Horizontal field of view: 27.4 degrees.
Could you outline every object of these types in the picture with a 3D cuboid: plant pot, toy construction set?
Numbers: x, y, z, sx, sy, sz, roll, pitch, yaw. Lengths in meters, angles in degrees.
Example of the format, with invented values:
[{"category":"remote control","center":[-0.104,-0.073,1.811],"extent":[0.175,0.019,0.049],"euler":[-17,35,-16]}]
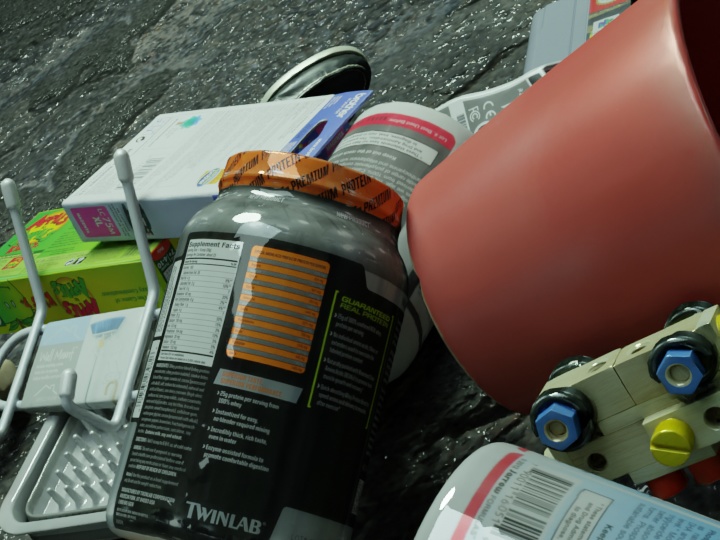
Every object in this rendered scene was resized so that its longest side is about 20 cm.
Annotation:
[{"category":"plant pot","center":[0.134,-0.022,0.749],"extent":[0.177,0.200,0.200],"euler":[-29,30,28]},{"category":"toy construction set","center":[0.147,0.089,0.645],"extent":[0.200,0.131,0.092],"euler":[-31,7,15]}]

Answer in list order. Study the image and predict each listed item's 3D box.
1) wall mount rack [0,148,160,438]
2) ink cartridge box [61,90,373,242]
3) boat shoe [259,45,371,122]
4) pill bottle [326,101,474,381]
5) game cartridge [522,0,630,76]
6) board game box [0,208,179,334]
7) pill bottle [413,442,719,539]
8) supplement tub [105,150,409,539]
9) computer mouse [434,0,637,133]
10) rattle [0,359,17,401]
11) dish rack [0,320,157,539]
[{"category":"wall mount rack","center":[-0.193,0.022,0.963],"extent":[0.200,0.075,0.174],"euler":[-9,59,37]},{"category":"ink cartridge box","center":[-0.091,-0.068,0.984],"extent":[0.200,0.042,0.119],"euler":[-4,34,39]},{"category":"boat shoe","center":[-0.059,-0.082,1.096],"extent":[0.199,0.075,0.066],"euler":[-40,45,-2]},{"category":"pill bottle","center":[0.000,0.000,0.895],"extent":[0.111,0.111,0.200],"euler":[-2,43,40]},{"category":"game cartridge","center":[0.205,-0.163,1.008],"extent":[0.200,0.041,0.133],"euler":[-17,39,25]},{"category":"board game box","center":[-0.186,-0.008,1.062],"extent":[0.200,0.048,0.102],"euler":[-7,31,38]},{"category":"pill bottle","center":[0.119,0.146,0.547],"extent":[0.200,0.109,0.109],"euler":[19,55,25]},{"category":"supplement tub","center":[-0.046,0.049,0.745],"extent":[0.123,0.123,0.200],"euler":[2,73,44]},{"category":"computer mouse","center":[0.121,-0.099,0.965],"extent":[0.200,0.044,0.110],"euler":[-20,74,28]},{"category":"rattle","center":[-0.346,0.086,1.024],"extent":[0.130,0.143,0.200],"euler":[5,28,45]},{"category":"dish rack","center":[-0.129,0.095,0.947],"extent":[0.172,0.044,0.200],"euler":[-12,37,29]}]
